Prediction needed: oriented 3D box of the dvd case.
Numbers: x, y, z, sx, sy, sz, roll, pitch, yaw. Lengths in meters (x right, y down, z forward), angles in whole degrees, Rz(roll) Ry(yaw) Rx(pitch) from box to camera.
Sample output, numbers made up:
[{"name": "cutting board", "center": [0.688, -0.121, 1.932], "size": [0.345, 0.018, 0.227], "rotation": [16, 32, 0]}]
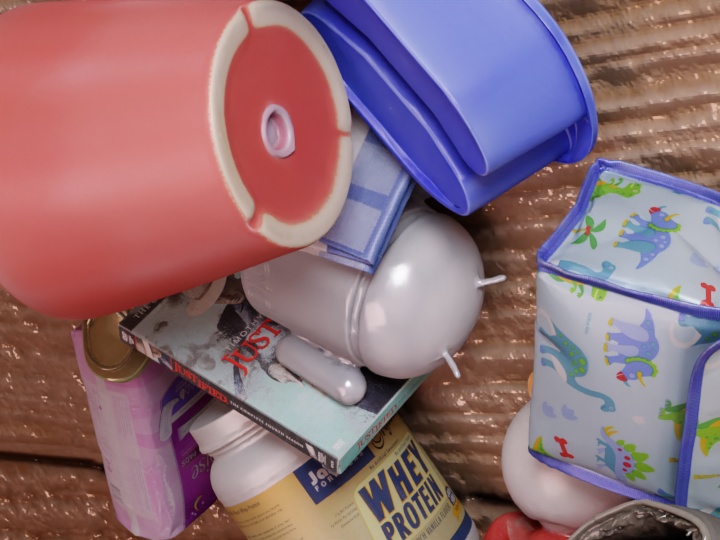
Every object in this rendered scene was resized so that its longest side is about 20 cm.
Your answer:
[{"name": "dvd case", "center": [-0.049, 0.042, 1.303], "size": [0.199, 0.146, 0.022], "rotation": [29, 146, 27]}]

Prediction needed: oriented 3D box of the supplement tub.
[{"name": "supplement tub", "center": [-0.020, 0.161, 1.372], "size": [0.201, 0.144, 0.144], "rotation": [54, 142, -6]}]

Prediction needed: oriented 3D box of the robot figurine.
[{"name": "robot figurine", "center": [0.000, 0.000, 1.242], "size": [0.199, 0.113, 0.171], "rotation": [24, 101, 30]}]

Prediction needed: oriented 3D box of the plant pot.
[{"name": "plant pot", "center": [-0.113, -0.074, 1.103], "size": [0.176, 0.201, 0.202], "rotation": [-6, 117, 33]}]

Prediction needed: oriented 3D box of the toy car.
[{"name": "toy car", "center": [0.152, 0.151, 1.210], "size": [0.176, 0.183, 0.203], "rotation": [7, 97, 41]}]

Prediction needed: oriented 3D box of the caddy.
[{"name": "caddy", "center": [0.055, -0.133, 1.090], "size": [0.200, 0.105, 0.142], "rotation": [50, 164, 10]}]

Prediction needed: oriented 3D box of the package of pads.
[{"name": "package of pads", "center": [-0.154, 0.102, 1.478], "size": [0.075, 0.120, 0.202], "rotation": [19, 132, 34]}]

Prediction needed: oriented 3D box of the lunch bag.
[{"name": "lunch bag", "center": [0.203, 0.054, 1.084], "size": [0.198, 0.128, 0.171], "rotation": [18, 137, 19]}]

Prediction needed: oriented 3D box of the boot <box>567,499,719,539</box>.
[{"name": "boot", "center": [0.238, 0.167, 1.070], "size": [0.181, 0.073, 0.199], "rotation": [-24, 141, 30]}]

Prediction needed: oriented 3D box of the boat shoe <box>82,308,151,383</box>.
[{"name": "boat shoe", "center": [-0.168, -0.020, 1.350], "size": [0.072, 0.063, 0.203], "rotation": [16, 91, 20]}]

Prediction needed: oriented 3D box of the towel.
[{"name": "towel", "center": [-0.041, -0.088, 1.212], "size": [0.199, 0.148, 0.024], "rotation": [19, 171, 33]}]
